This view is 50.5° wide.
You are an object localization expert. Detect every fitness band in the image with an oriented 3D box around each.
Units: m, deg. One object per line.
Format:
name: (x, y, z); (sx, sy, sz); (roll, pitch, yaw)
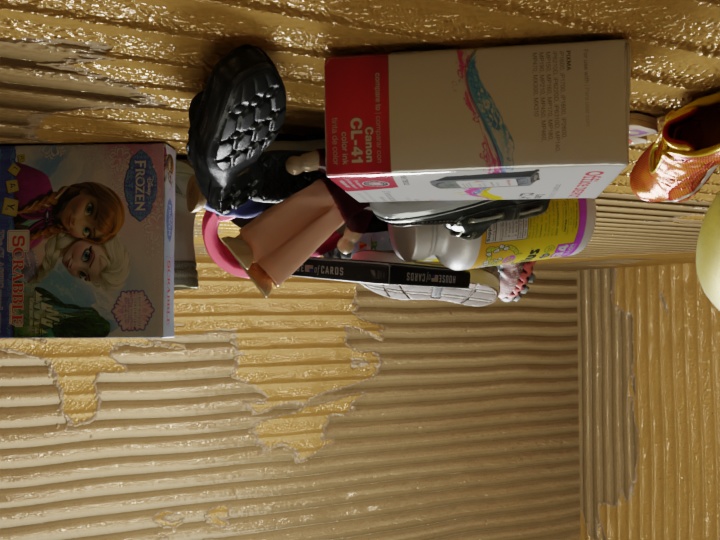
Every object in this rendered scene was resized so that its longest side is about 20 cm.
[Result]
fitness band: (-0.092, -0.060, 0.900); (0.198, 0.038, 0.144); (-24, 142, 11)

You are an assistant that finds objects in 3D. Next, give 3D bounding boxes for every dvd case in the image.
dvd case: (0.000, 0.000, 0.851); (0.198, 0.025, 0.149); (4, -179, 41)

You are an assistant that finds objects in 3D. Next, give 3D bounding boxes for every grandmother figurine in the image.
grandmother figurine: (-0.025, -0.061, 0.690); (0.061, 0.199, 0.122); (44, 169, 34)

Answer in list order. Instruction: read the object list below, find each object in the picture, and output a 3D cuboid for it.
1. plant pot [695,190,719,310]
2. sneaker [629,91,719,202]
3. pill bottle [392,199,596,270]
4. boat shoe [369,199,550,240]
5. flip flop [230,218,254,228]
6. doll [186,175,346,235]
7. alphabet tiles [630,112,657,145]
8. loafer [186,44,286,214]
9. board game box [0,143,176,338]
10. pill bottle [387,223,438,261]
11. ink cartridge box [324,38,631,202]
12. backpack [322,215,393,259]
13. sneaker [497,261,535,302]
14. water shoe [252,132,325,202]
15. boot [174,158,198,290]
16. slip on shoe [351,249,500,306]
plant pot: (0.468, -0.050, 0.839); (0.198, 0.202, 0.142); (-2, 152, 30)
sneaker: (0.276, -0.110, 0.642); (0.076, 0.074, 0.200); (8, 167, -8)
pill bottle: (0.137, -0.057, 0.798); (0.197, 0.106, 0.104); (-7, 179, -16)
boat shoe: (0.101, -0.060, 0.690); (0.197, 0.072, 0.072); (-12, -149, -20)
flip flop: (-0.083, -0.091, 0.966); (0.197, 0.082, 0.058); (-5, -167, -20)
doll: (-0.083, -0.073, 0.816); (0.198, 0.137, 0.049); (11, -149, -31)
alphabet tiles: (0.173, -0.127, 0.734); (0.194, 0.015, 0.199); (2, 176, -39)
loafer: (-0.102, -0.107, 0.568); (0.068, 0.071, 0.201); (-32, 172, -21)
board game box: (-0.295, -0.030, 0.799); (0.196, 0.203, 0.041); (-1, 177, 3)
pill bottle: (0.141, -0.067, 0.943); (0.197, 0.114, 0.112); (1, 177, -16)
ink cartridge box: (0.081, -0.100, 0.554); (0.197, 0.087, 0.148); (1, 177, 9)
backpack: (0.041, -0.050, 1.078); (0.197, 0.156, 0.163); (-15, -153, -9)
sneaker: (0.212, -0.042, 1.077); (0.096, 0.202, 0.071); (12, -141, 1)
water shoe: (-0.043, -0.110, 0.742); (0.198, 0.072, 0.079); (-3, -150, -39)
boot: (-0.279, -0.048, 0.865); (0.197, 0.157, 0.072); (0, 177, -1)
slip on shoe: (0.085, -0.004, 0.990); (0.197, 0.061, 0.076); (7, 145, -2)
